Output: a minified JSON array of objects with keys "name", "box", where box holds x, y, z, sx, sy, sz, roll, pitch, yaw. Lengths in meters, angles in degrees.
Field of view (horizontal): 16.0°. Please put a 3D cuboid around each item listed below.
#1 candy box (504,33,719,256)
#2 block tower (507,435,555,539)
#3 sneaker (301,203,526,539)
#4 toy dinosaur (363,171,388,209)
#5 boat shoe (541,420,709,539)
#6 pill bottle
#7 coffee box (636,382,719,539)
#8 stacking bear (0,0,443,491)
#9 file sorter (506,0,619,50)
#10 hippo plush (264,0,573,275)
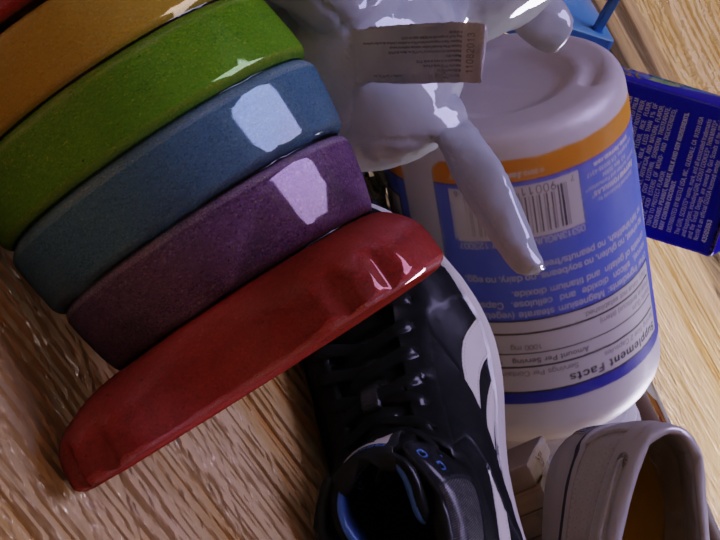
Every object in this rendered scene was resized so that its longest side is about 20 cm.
[{"name":"candy box","box":[0.098,-0.070,1.271,0.169,0.199,0.077,-9,117,-76]},{"name":"block tower","box":[0.093,0.175,1.095,0.201,0.058,0.054,66,12,-5]},{"name":"sneaker","box":[0.013,0.054,0.951,0.201,0.073,0.112,71,12,19]},{"name":"toy dinosaur","box":[0.000,0.000,1.078,0.088,0.047,0.201,56,17,-61]},{"name":"boat shoe","box":[0.113,0.158,1.024,0.071,0.070,0.201,11,75,-28]},{"name":"pill bottle","box":[0.075,0.005,1.149,0.112,0.111,0.201,-92,172,-61]},{"name":"coffee box","box":[0.109,0.079,1.284,0.201,0.079,0.114,67,13,11]},{"name":"stacking bear","box":[-0.075,-0.057,0.745,0.200,0.121,0.114,58,14,2]},{"name":"file sorter","box":[0.036,-0.206,1.191,0.199,0.123,0.139,14,30,-24]},{"name":"hippo plush","box":[0.001,-0.117,0.870,0.161,0.199,0.160,-44,129,-38]}]
